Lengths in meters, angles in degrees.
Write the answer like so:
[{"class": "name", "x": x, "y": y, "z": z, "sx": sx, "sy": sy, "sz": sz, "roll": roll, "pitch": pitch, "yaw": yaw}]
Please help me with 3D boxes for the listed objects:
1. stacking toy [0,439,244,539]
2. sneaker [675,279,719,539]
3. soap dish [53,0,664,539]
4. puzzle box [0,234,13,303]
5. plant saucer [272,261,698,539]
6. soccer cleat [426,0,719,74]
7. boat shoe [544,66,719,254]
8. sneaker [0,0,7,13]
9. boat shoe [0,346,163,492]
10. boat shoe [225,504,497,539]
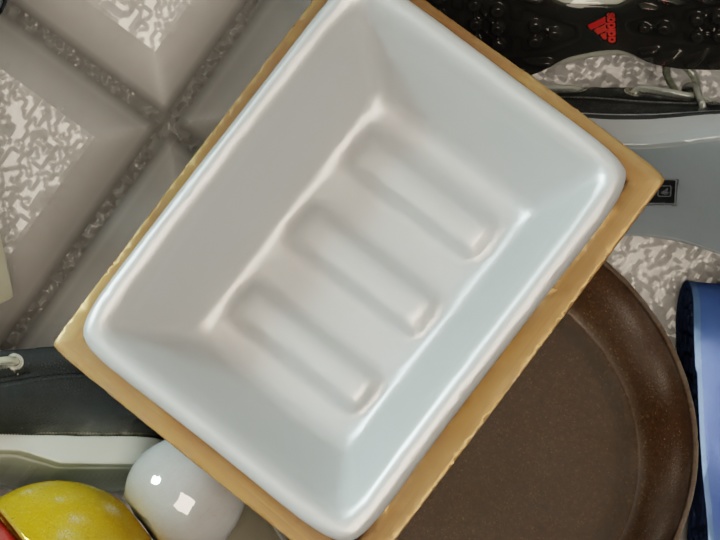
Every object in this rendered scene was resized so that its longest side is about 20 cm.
[{"class": "stacking toy", "x": -0.130, "y": 0.131, "z": 1.035, "sx": 0.200, "sy": 0.146, "sz": 0.146, "roll": -39, "pitch": 100, "yaw": -11}, {"class": "sneaker", "x": 0.184, "y": 0.100, "z": 1.135, "sx": 0.077, "sy": 0.070, "sz": 0.202, "roll": -4, "pitch": 97, "yaw": -2}, {"class": "soap dish", "x": 0.000, "y": 0.000, "z": 1.024, "sx": 0.157, "sy": 0.081, "sz": 0.200, "roll": 37, "pitch": 86, "yaw": 12}, {"class": "puzzle box", "x": -0.240, "y": -0.009, "z": 1.031, "sx": 0.199, "sy": 0.025, "sz": 0.134, "roll": -24, "pitch": 129, "yaw": -23}, {"class": "plant saucer", "x": 0.044, "y": 0.068, "z": 1.095, "sx": 0.199, "sy": 0.032, "sz": 0.202, "roll": 5, "pitch": 66, "yaw": -12}, {"class": "soccer cleat", "x": 0.091, "y": -0.128, "z": 1.105, "sx": 0.198, "sy": 0.074, "sz": 0.068, "roll": 1, "pitch": 136, "yaw": 8}, {"class": "boat shoe", "x": 0.135, "y": -0.048, "z": 1.111, "sx": 0.198, "sy": 0.068, "sz": 0.074, "roll": -1, "pitch": 128, "yaw": 2}, {"class": "sneaker", "x": -0.158, "y": -0.132, "z": 1.025, "sx": 0.081, "sy": 0.074, "sz": 0.200, "roll": 34, "pitch": 56, "yaw": 27}, {"class": "boat shoe", "x": -0.174, "y": 0.057, "z": 1.069, "sx": 0.199, "sy": 0.076, "sz": 0.061, "roll": 6, "pitch": 68, "yaw": -31}, {"class": "boat shoe", "x": 0.011, "y": 0.131, "z": 1.117, "sx": 0.199, "sy": 0.063, "sz": 0.073, "roll": 12, "pitch": 54, "yaw": -11}]
